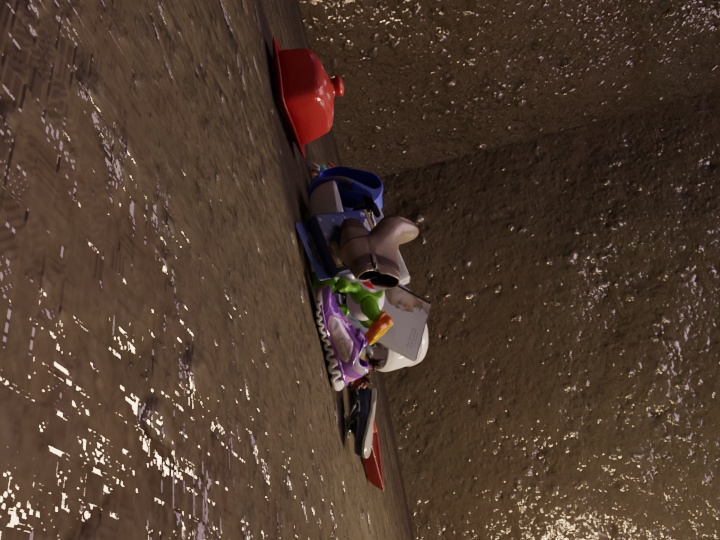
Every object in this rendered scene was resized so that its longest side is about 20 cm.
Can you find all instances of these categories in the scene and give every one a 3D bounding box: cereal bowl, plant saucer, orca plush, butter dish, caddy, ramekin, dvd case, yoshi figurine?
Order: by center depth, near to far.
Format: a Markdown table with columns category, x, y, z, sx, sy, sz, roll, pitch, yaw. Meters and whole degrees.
| category | x | y | z | sx | sy | sz | roll | pitch | yaw |
| --- | --- | --- | --- | --- | --- | --- | --- | --- | --- |
| yoshi figurine | -0.028 | 0.054 | 1.193 | 0.202 | 0.112 | 0.111 | 55 | 20 | 11 |
| dvd case | 0.056 | 0.091 | 1.306 | 0.018 | 0.196 | 0.146 | -40 | -154 | 59 |
| butter dish | -0.107 | -0.392 | 1.318 | 0.201 | 0.143 | 0.205 | 73 | 6 | -62 |
| cereal bowl | -0.073 | -0.090 | 1.319 | 0.200 | 0.081 | 0.207 | -13 | 91 | -88 |
| orca plush | 0.005 | -0.089 | 1.336 | 0.072 | 0.104 | 0.200 | -62 | -170 | -18 |
| ramekin | 0.061 | 0.140 | 1.416 | 0.199 | 0.103 | 0.206 | 34 | -48 | 49 |
| plant saucer | 0.013 | 0.389 | 1.444 | 0.201 | 0.036 | 0.205 | -97 | 173 | -63 |
| caddy | -0.035 | -0.189 | 1.484 | 0.143 | 0.195 | 0.107 | -57 | 150 | -35 |

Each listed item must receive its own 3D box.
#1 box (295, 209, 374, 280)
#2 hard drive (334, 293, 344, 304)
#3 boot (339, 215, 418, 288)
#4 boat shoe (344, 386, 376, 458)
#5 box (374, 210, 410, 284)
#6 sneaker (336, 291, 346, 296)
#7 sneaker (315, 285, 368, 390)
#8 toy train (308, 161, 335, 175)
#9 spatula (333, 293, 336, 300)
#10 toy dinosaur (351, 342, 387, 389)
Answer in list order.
| category | x | y | z | sx | sy | sz | roll | pitch | yaw |
| --- | --- | --- | --- | --- | --- | --- | --- | --- | --- |
| box | -0.031 | -0.054 | 1.173 | 0.197 | 0.032 | 0.124 | -14 | 76 | -50 |
| hard drive | -0.043 | 0.134 | 1.513 | 0.132 | 0.025 | 0.206 | 70 | 8 | -72 |
| boot | 0.047 | -0.032 | 1.144 | 0.071 | 0.194 | 0.149 | 117 | -36 | -42 |
| boat shoe | -0.002 | 0.302 | 1.212 | 0.201 | 0.060 | 0.077 | -78 | 172 | -63 |
| box | 0.013 | -0.032 | 1.541 | 0.097 | 0.172 | 0.205 | 69 | -4 | -79 |
| sneaker | 0.000 | 0.000 | 1.400 | 0.070 | 0.197 | 0.082 | 39 | 46 | -28 |
| sneaker | -0.033 | 0.123 | 1.146 | 0.081 | 0.086 | 0.206 | -81 | 158 | -79 |
| toy train | -0.046 | -0.251 | 1.633 | 0.057 | 0.197 | 0.150 | -58 | 179 | -7 |
| spatula | -0.049 | 0.155 | 1.349 | 0.057 | 0.020 | 0.206 | 74 | 5 | -75 |
| toy dinosaur | -0.026 | 0.177 | 1.297 | 0.198 | 0.105 | 0.183 | 25 | -23 | 55 |
